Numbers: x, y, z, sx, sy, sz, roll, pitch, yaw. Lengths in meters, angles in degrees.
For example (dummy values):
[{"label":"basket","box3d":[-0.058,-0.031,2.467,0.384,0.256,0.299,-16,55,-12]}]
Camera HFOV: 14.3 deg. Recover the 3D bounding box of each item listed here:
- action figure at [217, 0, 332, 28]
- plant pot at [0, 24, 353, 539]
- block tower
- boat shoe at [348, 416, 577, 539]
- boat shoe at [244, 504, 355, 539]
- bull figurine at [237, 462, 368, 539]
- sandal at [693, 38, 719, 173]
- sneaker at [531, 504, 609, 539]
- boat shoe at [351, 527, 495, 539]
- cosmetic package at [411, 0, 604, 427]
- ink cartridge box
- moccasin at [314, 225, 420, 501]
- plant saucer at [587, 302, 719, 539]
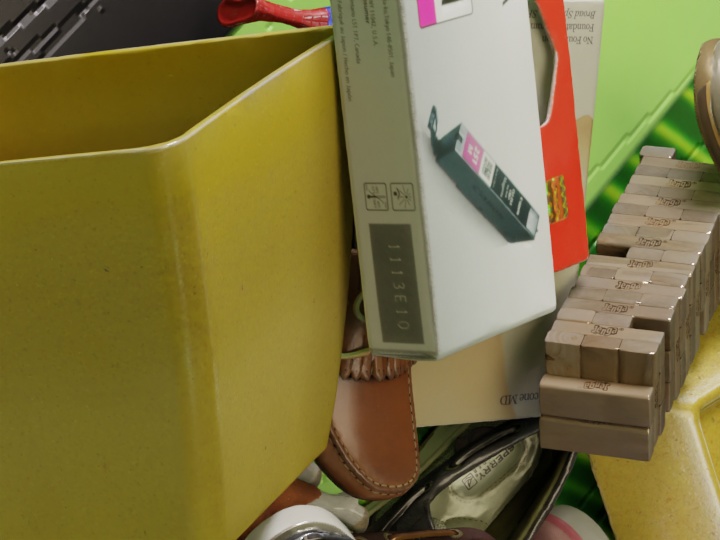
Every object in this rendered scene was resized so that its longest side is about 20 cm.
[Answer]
[{"label":"action figure","box3d":[0.023,-0.121,1.375,0.199,0.052,0.066,14,85,-35]},{"label":"plant pot","box3d":[-0.110,0.016,1.175,0.200,0.199,0.178,-43,125,-63]},{"label":"block tower","box3d":[0.138,0.012,1.370,0.200,0.057,0.054,-60,152,-54]},{"label":"boat shoe","box3d":[0.033,0.135,1.353,0.072,0.066,0.201,48,64,-17]},{"label":"boat shoe","box3d":[0.016,0.181,1.213,0.074,0.060,0.201,-33,126,-4]},{"label":"bull figurine","box3d":[-0.061,0.073,1.303,0.121,0.065,0.202,-2,94,-38]},{"label":"sandal","box3d":[0.224,-0.037,1.416,0.200,0.054,0.081,57,30,-32]},{"label":"sneaker","box3d":[0.079,0.218,1.370,0.104,0.075,0.202,-7,95,-36]},{"label":"boat shoe","box3d":[-0.022,0.147,1.261,0.199,0.072,0.073,-10,125,-17]},{"label":"cosmetic package","box3d":[0.047,-0.033,1.340,0.105,0.071,0.202,-4,103,-35]},{"label":"ink cartridge box","box3d":[0.058,-0.079,1.232,0.173,0.043,0.202,-20,108,-49]},{"label":"moccasin","box3d":[0.001,0.000,1.268,0.073,0.077,0.203,5,79,-45]},{"label":"plant saucer","box3d":[0.207,0.111,1.444,0.200,0.048,0.201,-27,101,-45]}]
